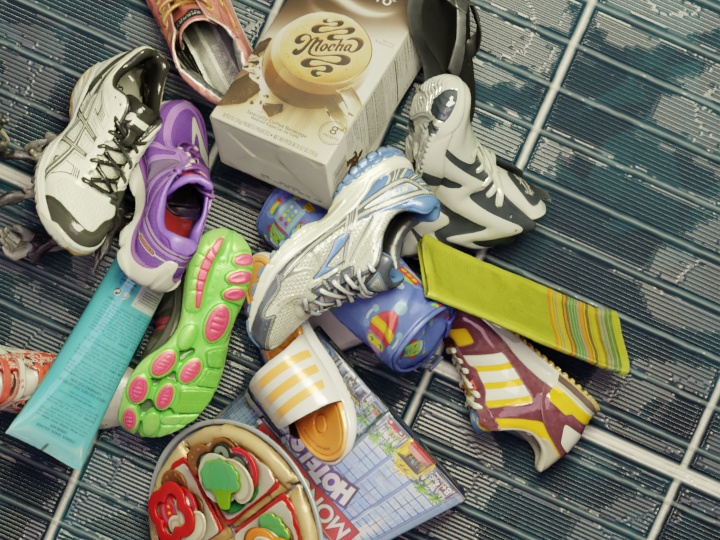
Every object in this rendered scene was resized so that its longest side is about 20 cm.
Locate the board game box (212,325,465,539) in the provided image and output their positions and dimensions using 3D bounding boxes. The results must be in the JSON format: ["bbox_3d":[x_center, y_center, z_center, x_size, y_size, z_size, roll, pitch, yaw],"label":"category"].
[{"bbox_3d":[-0.046,0.190,1.667,0.200,0.062,0.200,-42,91,3],"label":"board game box"}]

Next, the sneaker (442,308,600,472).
[{"bbox_3d":[0.110,0.092,1.649,0.200,0.075,0.090,38,88,1],"label":"sneaker"}]

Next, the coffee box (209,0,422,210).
[{"bbox_3d":[-0.026,-0.166,1.589,0.113,0.080,0.200,23,66,16],"label":"coffee box"}]

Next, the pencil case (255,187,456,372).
[{"bbox_3d":[0.000,0.000,1.616,0.200,0.087,0.078,45,137,24],"label":"pencil case"}]

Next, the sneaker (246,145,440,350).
[{"bbox_3d":[-0.013,-0.006,1.538,0.085,0.077,0.200,40,90,21],"label":"sneaker"}]

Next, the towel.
[{"bbox_3d":[0.141,0.030,1.611,0.200,0.086,0.018,22,119,-18],"label":"towel"}]

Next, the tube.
[{"bbox_3d":[-0.225,0.069,1.622,0.077,0.050,0.200,31,83,-24],"label":"tube"}]

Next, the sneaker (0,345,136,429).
[{"bbox_3d":[-0.285,0.104,1.649,0.201,0.108,0.067,12,93,1],"label":"sneaker"}]

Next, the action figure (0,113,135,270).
[{"bbox_3d":[-0.276,-0.072,1.645,0.200,0.102,0.119,27,68,-34],"label":"action figure"}]

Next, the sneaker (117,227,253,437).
[{"bbox_3d":[-0.150,0.057,1.655,0.077,0.084,0.200,27,92,-12],"label":"sneaker"}]

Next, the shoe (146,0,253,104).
[{"bbox_3d":[-0.147,-0.228,1.635,0.071,0.091,0.200,-30,91,3],"label":"shoe"}]

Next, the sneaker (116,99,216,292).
[{"bbox_3d":[-0.150,-0.072,1.608,0.081,0.200,0.083,26,134,-28],"label":"sneaker"}]

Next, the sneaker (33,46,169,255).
[{"bbox_3d":[-0.214,-0.109,1.585,0.076,0.088,0.200,31,52,-33],"label":"sneaker"}]

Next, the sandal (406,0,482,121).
[{"bbox_3d":[0.082,-0.190,1.594,0.043,0.200,0.076,19,54,27],"label":"sandal"}]

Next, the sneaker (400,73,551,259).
[{"bbox_3d":[0.105,-0.086,1.607,0.129,0.080,0.199,0,131,-10],"label":"sneaker"}]

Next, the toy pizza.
[{"bbox_3d":[-0.116,0.230,1.635,0.200,0.032,0.201,7,102,36],"label":"toy pizza"}]

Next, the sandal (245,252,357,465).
[{"bbox_3d":[-0.071,0.079,1.607,0.079,0.059,0.207,-51,56,43],"label":"sandal"}]
